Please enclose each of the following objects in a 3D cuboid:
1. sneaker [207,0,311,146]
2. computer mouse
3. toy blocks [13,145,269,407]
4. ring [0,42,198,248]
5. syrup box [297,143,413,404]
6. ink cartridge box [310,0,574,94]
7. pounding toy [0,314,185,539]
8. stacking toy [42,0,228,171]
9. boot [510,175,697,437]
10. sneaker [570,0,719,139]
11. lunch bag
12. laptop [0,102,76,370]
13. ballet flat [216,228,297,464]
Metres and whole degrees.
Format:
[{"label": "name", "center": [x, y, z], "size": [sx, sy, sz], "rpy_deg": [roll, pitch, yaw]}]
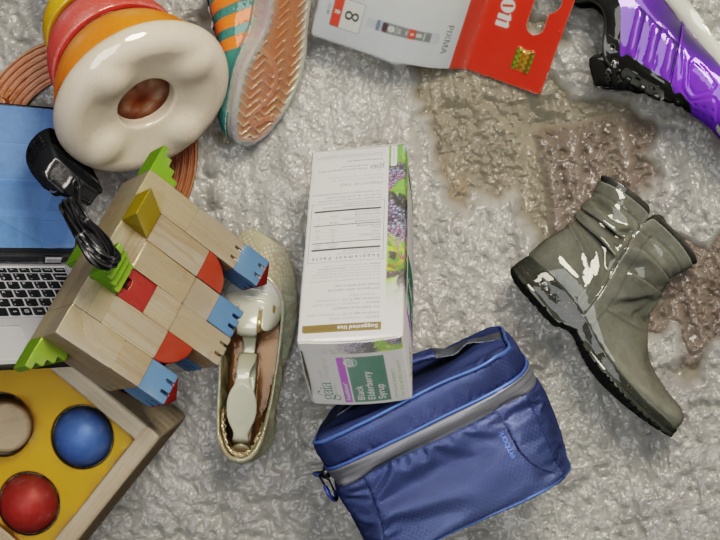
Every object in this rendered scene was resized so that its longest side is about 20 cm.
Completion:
[{"label": "sneaker", "center": [-0.092, -0.208, 0.976], "size": [0.080, 0.071, 0.201], "rpy_deg": [26, 110, 37]}, {"label": "computer mouse", "center": [-0.219, -0.051, 0.882], "size": [0.034, 0.200, 0.059], "rpy_deg": [-42, 126, 5]}, {"label": "toy blocks", "center": [-0.156, 0.025, 0.916], "size": [0.137, 0.100, 0.201], "rpy_deg": [39, 60, -25]}, {"label": "ring", "center": [-0.239, -0.103, 1.010], "size": [0.199, 0.019, 0.202], "rpy_deg": [0, 94, 4]}, {"label": "syrup box", "center": [0.000, 0.000, 0.911], "size": [0.081, 0.079, 0.201], "rpy_deg": [-4, 49, 6]}, {"label": "ink cartridge box", "center": [0.073, -0.235, 0.937], "size": [0.199, 0.050, 0.163], "rpy_deg": [21, 121, 6]}, {"label": "pounding toy", "center": [-0.290, 0.138, 0.964], "size": [0.200, 0.142, 0.184], "rpy_deg": [39, 94, 1]}, {"label": "stacking toy", "center": [-0.209, -0.193, 0.949], "size": [0.146, 0.146, 0.200], "rpy_deg": [-37, 62, 5]}, {"label": "boot", "center": [0.231, 0.028, 0.964], "size": [0.131, 0.068, 0.200], "rpy_deg": [-41, 91, -1]}, {"label": "sneaker", "center": [0.241, -0.167, 0.954], "size": [0.099, 0.070, 0.201], "rpy_deg": [-33, 86, 12]}, {"label": "lunch bag", "center": [0.054, 0.132, 0.942], "size": [0.199, 0.136, 0.133], "rpy_deg": [-26, 93, 5]}, {"label": "laptop", "center": [-0.287, -0.030, 0.907], "size": [0.200, 0.187, 0.116], "rpy_deg": [53, 130, 39]}, {"label": "ballet flat", "center": [-0.089, 0.065, 0.986], "size": [0.067, 0.062, 0.201], "rpy_deg": [2, 93, 3]}]
